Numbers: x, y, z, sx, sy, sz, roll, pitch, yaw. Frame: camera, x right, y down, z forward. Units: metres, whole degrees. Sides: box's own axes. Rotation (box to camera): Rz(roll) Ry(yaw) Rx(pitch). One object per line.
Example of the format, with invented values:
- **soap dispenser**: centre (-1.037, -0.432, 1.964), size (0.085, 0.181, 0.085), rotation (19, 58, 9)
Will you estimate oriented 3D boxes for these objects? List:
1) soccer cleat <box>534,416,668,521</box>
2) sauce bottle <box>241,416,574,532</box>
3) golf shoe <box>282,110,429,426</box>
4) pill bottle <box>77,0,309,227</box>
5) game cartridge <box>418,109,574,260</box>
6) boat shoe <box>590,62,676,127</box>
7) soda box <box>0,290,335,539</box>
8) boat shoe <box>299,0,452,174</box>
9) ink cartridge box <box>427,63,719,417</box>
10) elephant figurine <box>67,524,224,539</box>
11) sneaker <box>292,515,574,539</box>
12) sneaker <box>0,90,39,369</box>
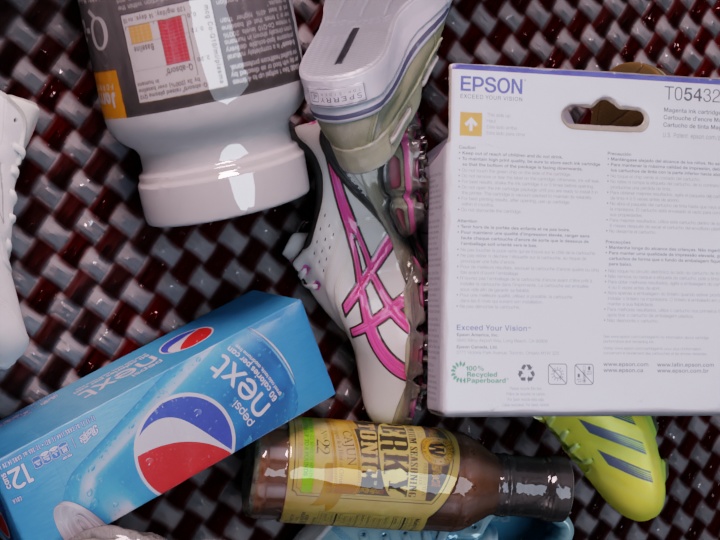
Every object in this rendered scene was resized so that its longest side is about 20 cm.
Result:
- **soccer cleat**: centre (0.123, 0.074, 0.914), size (0.083, 0.065, 0.201), rotation (-29, 93, -32)
- **sauce bottle**: centre (0.029, 0.125, 0.886), size (0.198, 0.065, 0.065), rotation (4, 93, -11)
- **golf shoe**: centre (0.000, 0.000, 0.898), size (0.091, 0.073, 0.202), rotation (-3, 104, 5)
- **pill bottle**: centre (-0.092, -0.132, 0.795), size (0.116, 0.116, 0.202), rotation (-16, 102, -27)
- **game cartridge**: centre (0.114, -0.008, 0.972), size (0.133, 0.041, 0.201), rotation (-39, 112, -25)
- **boat shoe**: centre (0.179, -0.031, 0.943), size (0.064, 0.073, 0.202), rotation (-7, 111, -46)
- **soda box**: centre (-0.118, 0.084, 0.828), size (0.199, 0.068, 0.065), rotation (-29, 107, -25)
- **boat shoe**: centre (0.010, -0.124, 0.846), size (0.200, 0.071, 0.063), rotation (-62, 148, -54)
- **ink cartridge box**: centre (0.136, -0.015, 0.866), size (0.194, 0.043, 0.202), rotation (2, 88, -14)
- **elephant figurine**: centre (-0.103, 0.197, 0.779), size (0.155, 0.141, 0.201), rotation (34, 79, -6)
- **sneaker**: centre (0.047, 0.172, 0.922), size (0.199, 0.082, 0.075), rotation (-15, 101, -28)
- **sneaker**: centre (-0.204, -0.048, 0.766), size (0.099, 0.078, 0.202), rotation (-27, 108, -28)
